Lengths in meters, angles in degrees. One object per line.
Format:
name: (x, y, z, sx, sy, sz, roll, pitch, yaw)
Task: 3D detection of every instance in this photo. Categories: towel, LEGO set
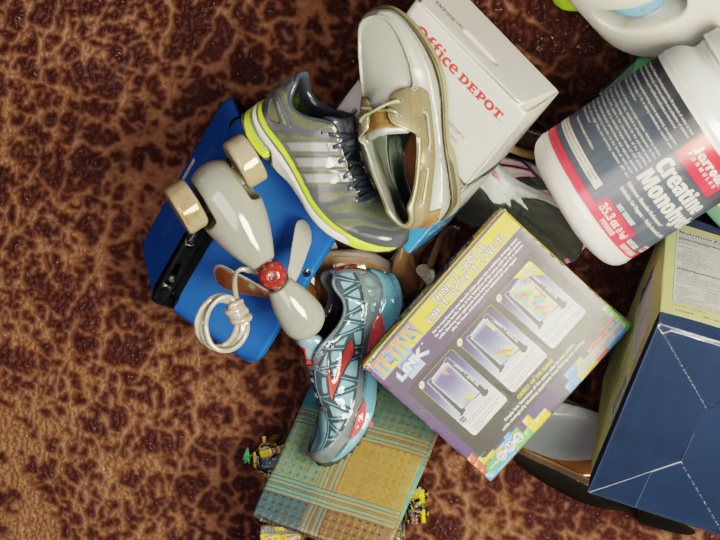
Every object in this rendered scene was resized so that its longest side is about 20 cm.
towel: (-0.005, 0.183, 1.447, 0.146, 0.022, 0.201, 16, 61, 17)
LEGO set: (-0.033, 0.244, 1.482, 0.199, 0.116, 0.155, 8, 100, 9)

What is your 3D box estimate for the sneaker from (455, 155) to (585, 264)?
sneaker: (0.154, -0.077, 1.425, 0.200, 0.086, 0.081, 39, 129, 22)

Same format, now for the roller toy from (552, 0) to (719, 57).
roller toy: (0.265, -0.302, 1.298, 0.200, 0.140, 0.183, -47, 51, 9)

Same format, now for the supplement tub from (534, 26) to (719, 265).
supplement tub: (0.270, -0.110, 1.285, 0.199, 0.140, 0.141, -34, 91, 17)

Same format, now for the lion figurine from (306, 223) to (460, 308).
lion figurine: (0.000, 0.000, 1.465, 0.198, 0.073, 0.123, 4, 110, 5)

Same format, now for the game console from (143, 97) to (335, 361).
game console: (-0.121, -0.042, 1.456, 0.118, 0.171, 0.201, 23, 112, -26)

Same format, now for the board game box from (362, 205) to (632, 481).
board game box: (0.126, 0.068, 1.350, 0.165, 0.057, 0.200, 42, 96, -2)

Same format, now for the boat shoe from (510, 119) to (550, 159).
boat shoe: (0.101, -0.177, 1.417, 0.199, 0.070, 0.071, 26, 108, 6)

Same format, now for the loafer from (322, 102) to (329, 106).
loafer: (-0.085, -0.080, 1.471, 0.072, 0.063, 0.201, 27, 102, 6)

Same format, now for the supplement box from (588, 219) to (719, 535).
supplement box: (0.308, 0.091, 1.319, 0.133, 0.200, 0.201, 18, 124, 4)

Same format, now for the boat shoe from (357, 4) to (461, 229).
boat shoe: (0.036, -0.135, 1.277, 0.074, 0.068, 0.201, -12, 100, 38)

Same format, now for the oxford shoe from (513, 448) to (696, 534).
oxford shoe: (0.251, 0.203, 1.460, 0.199, 0.071, 0.072, 18, 71, 10)

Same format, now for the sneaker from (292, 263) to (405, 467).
sneaker: (-0.031, 0.089, 1.409, 0.095, 0.079, 0.201, 17, 86, -26)

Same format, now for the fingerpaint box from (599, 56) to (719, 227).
fingerpaint box: (0.355, -0.153, 1.371, 0.167, 0.073, 0.200, -42, 89, 14)

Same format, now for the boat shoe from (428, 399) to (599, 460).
boat shoe: (0.162, 0.137, 1.432, 0.198, 0.068, 0.074, 6, 135, 7)

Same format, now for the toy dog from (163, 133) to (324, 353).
toy dog: (-0.109, -0.029, 1.356, 0.131, 0.096, 0.201, -12, 102, -8)

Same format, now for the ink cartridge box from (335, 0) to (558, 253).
ink cartridge box: (0.067, -0.141, 1.352, 0.146, 0.084, 0.200, 47, 126, 9)

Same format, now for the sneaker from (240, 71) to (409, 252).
sneaker: (-0.025, -0.099, 1.333, 0.200, 0.074, 0.081, 46, 125, 8)

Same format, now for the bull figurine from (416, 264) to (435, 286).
bull figurine: (0.103, 0.055, 1.442, 0.198, 0.065, 0.122, 1, 143, 2)
